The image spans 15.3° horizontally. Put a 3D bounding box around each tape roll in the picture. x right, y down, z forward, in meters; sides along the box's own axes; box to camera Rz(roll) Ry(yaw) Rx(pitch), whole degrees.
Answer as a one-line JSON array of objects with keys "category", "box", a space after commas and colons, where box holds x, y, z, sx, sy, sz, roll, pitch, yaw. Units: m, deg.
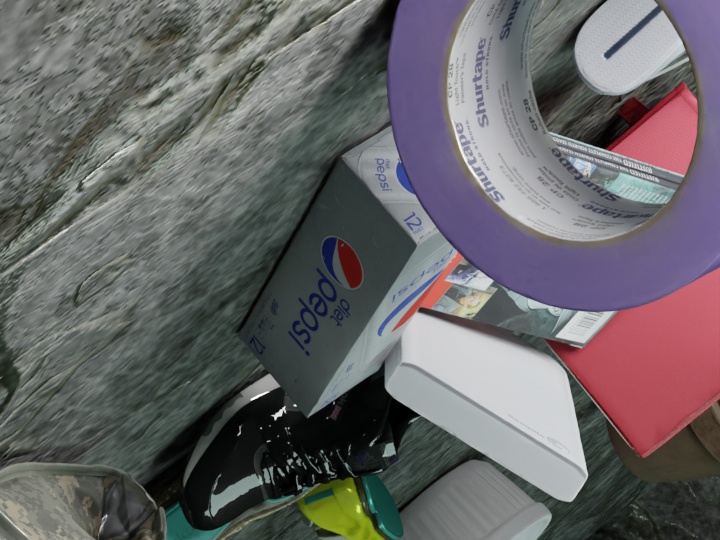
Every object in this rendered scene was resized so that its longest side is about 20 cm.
[{"category": "tape roll", "box": [0.117, -0.087, 1.261, 0.200, 0.200, 0.085, -49, 166, 33]}]

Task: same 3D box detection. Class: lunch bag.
[{"category": "lunch bag", "box": [-0.195, 0.193, 1.485, 0.164, 0.118, 0.200, -45, 173, 13]}]

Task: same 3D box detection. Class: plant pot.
[{"category": "plant pot", "box": [0.366, 0.152, 2.921, 0.174, 0.201, 0.200, -30, 177, 37]}]

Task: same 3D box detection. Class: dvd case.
[{"category": "dvd case", "box": [0.105, -0.021, 1.642, 0.199, 0.022, 0.146, 15, 130, -35]}]

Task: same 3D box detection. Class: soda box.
[{"category": "soda box", "box": [0.000, 0.000, 1.515, 0.063, 0.068, 0.200, -33, 164, -34]}]

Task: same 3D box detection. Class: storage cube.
[{"category": "storage cube", "box": [0.203, -0.001, 1.821, 0.180, 0.200, 0.171, -40, 177, 5]}]

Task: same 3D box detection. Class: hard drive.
[{"category": "hard drive", "box": [0.074, 0.067, 1.657, 0.027, 0.132, 0.200, -56, -172, 14]}]

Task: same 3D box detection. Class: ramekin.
[{"category": "ramekin", "box": [0.085, 0.272, 2.639, 0.202, 0.094, 0.202, -38, 167, -10]}]

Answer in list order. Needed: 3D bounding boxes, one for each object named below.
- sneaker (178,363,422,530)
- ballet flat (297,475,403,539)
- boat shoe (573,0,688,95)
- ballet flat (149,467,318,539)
[{"category": "sneaker", "box": [-0.024, 0.103, 1.709, 0.200, 0.087, 0.076, -40, 143, -19]}, {"category": "ballet flat", "box": [-0.013, 0.193, 2.177, 0.067, 0.067, 0.200, -20, 165, 4]}, {"category": "boat shoe", "box": [0.208, -0.177, 1.566, 0.200, 0.072, 0.071, -34, 179, 16]}, {"category": "ballet flat", "box": [-0.090, 0.141, 1.776, 0.200, 0.071, 0.065, -32, -168, -26]}]
